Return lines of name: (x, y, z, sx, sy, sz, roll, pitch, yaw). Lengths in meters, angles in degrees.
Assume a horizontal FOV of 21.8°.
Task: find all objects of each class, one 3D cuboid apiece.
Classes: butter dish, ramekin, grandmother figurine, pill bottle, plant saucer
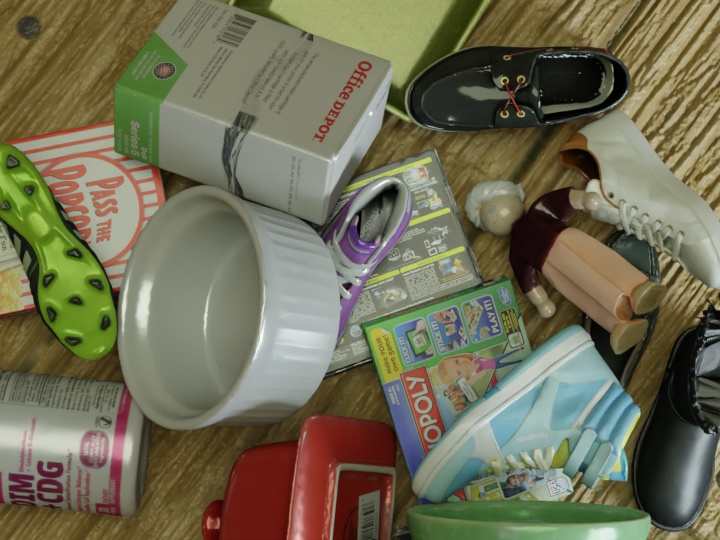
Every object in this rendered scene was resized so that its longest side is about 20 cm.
butter dish: (-0.065, 0.220, 1.573, 0.147, 0.199, 0.201, 3, 84, 25)
ramekin: (0.136, 0.245, 1.522, 0.199, 0.200, 0.098, 1, 88, -2)
grandmother figurine: (0.171, -0.019, 1.621, 0.200, 0.061, 0.121, 37, 105, 30)
pill bottle: (-0.283, 0.144, 1.590, 0.199, 0.113, 0.114, 6, 83, -1)
plant saucer: (0.013, -0.260, 1.681, 0.199, 0.048, 0.200, 31, 84, 2)
ramekin: (-0.107, 0.036, 1.546, 0.098, 0.200, 0.201, 10, 81, -42)

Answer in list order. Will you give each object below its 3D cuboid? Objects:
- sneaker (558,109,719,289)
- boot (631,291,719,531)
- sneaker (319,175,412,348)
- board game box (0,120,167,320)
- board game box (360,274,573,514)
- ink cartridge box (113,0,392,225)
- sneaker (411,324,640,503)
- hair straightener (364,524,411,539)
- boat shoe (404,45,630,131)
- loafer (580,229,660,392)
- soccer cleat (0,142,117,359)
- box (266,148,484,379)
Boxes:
sneaker: (0.245, -0.048, 1.631, 0.085, 0.073, 0.200, -27, 58, -17)
boot: (0.289, 0.124, 1.588, 0.073, 0.162, 0.199, 15, 83, 1)
sneaker: (-0.024, 0.002, 1.573, 0.073, 0.114, 0.201, 31, 84, 0)
board game box: (-0.268, -0.044, 1.646, 0.199, 0.046, 0.152, -12, 84, -4)
board game box: (0.094, 0.120, 1.624, 0.134, 0.029, 0.200, -19, 99, -5)
ink cartridge box: (-0.091, -0.141, 1.599, 0.200, 0.084, 0.146, 21, 48, 10)
sneaker: (0.149, 0.154, 1.564, 0.200, 0.080, 0.131, -42, 78, 0)
hair straightener: (0.023, 0.251, 1.556, 0.041, 0.200, 0.077, -9, 80, 29)
boat shoe: (0.139, -0.162, 1.643, 0.201, 0.063, 0.074, -9, 103, -16)
loafer: (0.225, 0.058, 1.644, 0.072, 0.063, 0.200, 16, 83, 0)
soccer cleat: (-0.261, -0.019, 1.583, 0.067, 0.081, 0.200, -27, 96, 1)
box: (0.000, 0.000, 1.653, 0.200, 0.044, 0.161, -20, 84, -4)
